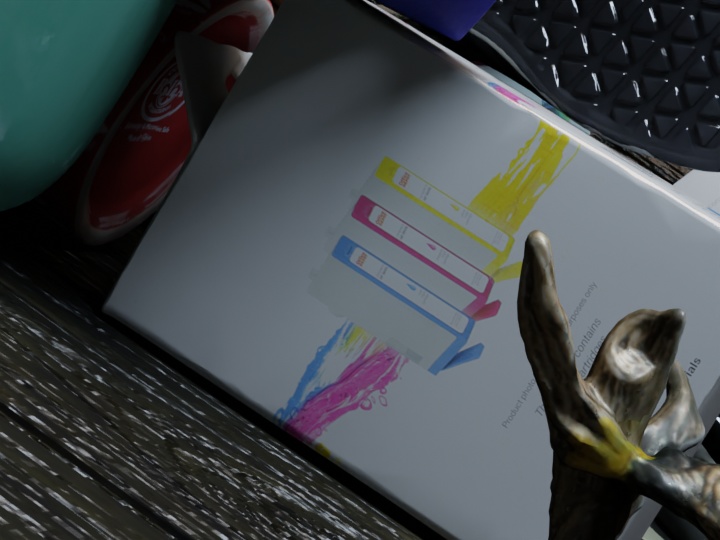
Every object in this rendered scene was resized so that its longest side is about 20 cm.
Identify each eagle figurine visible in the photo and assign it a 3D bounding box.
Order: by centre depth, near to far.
[{"bbox_3d":[0.121,0.093,0.518,0.200,0.151,0.152,24,-9,36],"label":"eagle figurine"}]

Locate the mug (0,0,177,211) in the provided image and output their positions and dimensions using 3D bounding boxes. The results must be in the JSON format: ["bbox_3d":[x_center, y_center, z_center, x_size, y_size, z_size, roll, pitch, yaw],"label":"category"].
[{"bbox_3d":[-0.152,-0.092,0.637,0.185,0.114,0.152,29,8,-15],"label":"mug"}]

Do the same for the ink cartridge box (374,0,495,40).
[{"bbox_3d":[-0.028,-0.120,0.677,0.099,0.039,0.200,23,6,-41],"label":"ink cartridge box"}]

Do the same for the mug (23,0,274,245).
[{"bbox_3d":[-0.127,-0.120,0.794,0.200,0.133,0.178,37,45,13],"label":"mug"}]

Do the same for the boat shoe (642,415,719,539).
[{"bbox_3d":[0.155,0.105,0.824,0.074,0.063,0.201,30,8,-31],"label":"boat shoe"}]

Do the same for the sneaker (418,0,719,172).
[{"bbox_3d":[0.070,-0.095,0.763,0.200,0.072,0.083,35,6,28],"label":"sneaker"}]

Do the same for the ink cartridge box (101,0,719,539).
[{"bbox_3d":[0.025,-0.001,0.718,0.200,0.125,0.129,32,7,13],"label":"ink cartridge box"}]

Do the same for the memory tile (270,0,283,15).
[{"bbox_3d":[-0.105,-0.161,0.842,0.200,0.017,0.153,47,-8,-24],"label":"memory tile"}]

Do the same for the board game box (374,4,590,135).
[{"bbox_3d":[-0.017,-0.074,0.956,0.200,0.064,0.148,-1,16,-14],"label":"board game box"}]

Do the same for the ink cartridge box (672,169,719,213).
[{"bbox_3d":[0.218,0.055,1.052,0.200,0.083,0.147,51,-3,39],"label":"ink cartridge box"}]
